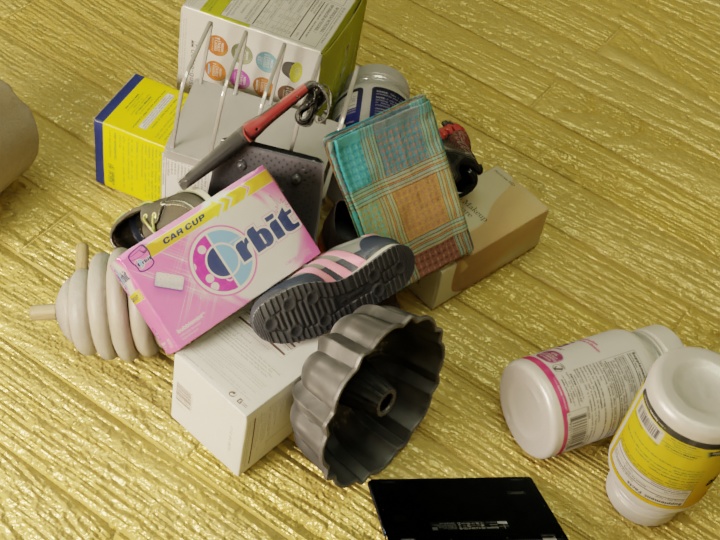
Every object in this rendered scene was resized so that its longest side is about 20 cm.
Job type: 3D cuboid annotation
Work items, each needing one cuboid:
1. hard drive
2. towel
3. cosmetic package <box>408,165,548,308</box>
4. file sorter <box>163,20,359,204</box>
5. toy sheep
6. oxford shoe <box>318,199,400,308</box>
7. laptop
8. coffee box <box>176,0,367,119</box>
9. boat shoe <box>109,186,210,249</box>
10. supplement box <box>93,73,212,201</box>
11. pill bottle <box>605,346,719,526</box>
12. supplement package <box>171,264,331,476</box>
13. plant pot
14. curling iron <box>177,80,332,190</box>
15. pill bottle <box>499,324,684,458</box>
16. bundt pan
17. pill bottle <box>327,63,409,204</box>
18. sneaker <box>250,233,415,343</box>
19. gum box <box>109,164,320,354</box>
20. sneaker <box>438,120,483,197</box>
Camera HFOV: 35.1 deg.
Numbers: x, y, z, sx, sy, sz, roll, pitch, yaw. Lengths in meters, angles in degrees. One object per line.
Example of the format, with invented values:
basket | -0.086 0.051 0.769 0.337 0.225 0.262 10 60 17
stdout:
hard drive | -0.115 -0.054 1.332 0.134 0.201 0.042 13 27 2
towel | 0.050 -0.087 1.317 0.146 0.201 0.022 -27 18 -24
cosmetic package | 0.134 -0.046 1.451 0.199 0.071 0.105 -31 60 -32
file sorter | -0.114 -0.194 1.356 0.199 0.125 0.139 16 47 -3
toy sheep | -0.267 0.036 1.264 0.198 0.138 0.139 -7 48 2
oxford shoe | 0.000 0.000 1.383 0.071 0.073 0.201 -14 53 -23
laptop | 0.110 0.311 1.168 0.186 0.117 0.200 1 19 -10
coffee box | -0.118 -0.295 1.540 0.196 0.200 0.201 20 46 7
boat shoe | -0.228 -0.050 1.324 0.060 0.201 0.073 -28 102 -34
supplement box | -0.225 -0.148 1.448 0.199 0.109 0.110 22 48 9
pill bottle | 0.328 0.182 1.197 0.112 0.201 0.113 5 48 -6
supplement package | -0.095 0.105 1.242 0.109 0.114 0.200 38 50 21
plant pot | -0.490 -0.140 1.353 0.199 0.201 0.184 27 37 13
curling iron | -0.116 -0.147 1.260 0.199 0.026 0.050 -31 85 -4
pill bottle | 0.268 0.132 1.290 0.199 0.114 0.114 -14 52 -23
bundt pan | 0.000 0.122 1.198 0.076 0.203 0.202 30 49 30
pill bottle | 0.015 -0.178 1.517 0.115 0.116 0.201 9 48 -3
sneaker | -0.041 0.017 1.227 0.199 0.071 0.082 -22 29 -26
gum box | -0.149 -0.015 1.209 0.199 0.066 0.114 -35 95 -21
sneaker | 0.111 -0.136 1.441 0.098 0.071 0.200 45 20 6
